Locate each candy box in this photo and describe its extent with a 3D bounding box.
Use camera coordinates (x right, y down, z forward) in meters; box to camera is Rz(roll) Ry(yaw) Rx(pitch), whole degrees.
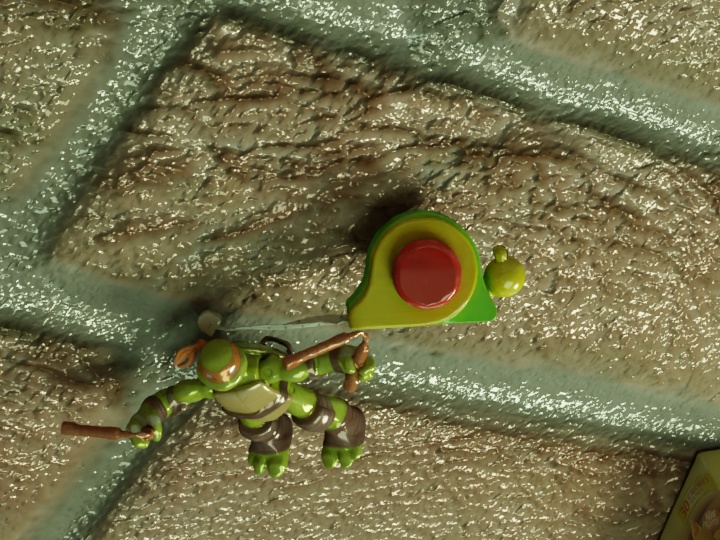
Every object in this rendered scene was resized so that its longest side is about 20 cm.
[{"bbox_3d":[0.275,0.242,1.818,0.055,0.116,0.200,-8,137,-23],"label":"candy box"}]

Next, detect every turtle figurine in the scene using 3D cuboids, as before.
[{"bbox_3d":[-0.071,0.078,1.461,0.199,0.065,0.161,-20,151,13],"label":"turtle figurine"}]

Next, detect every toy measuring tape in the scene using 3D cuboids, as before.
[{"bbox_3d":[0.000,0.000,1.437,0.199,0.074,0.074,-3,138,-3],"label":"toy measuring tape"}]
